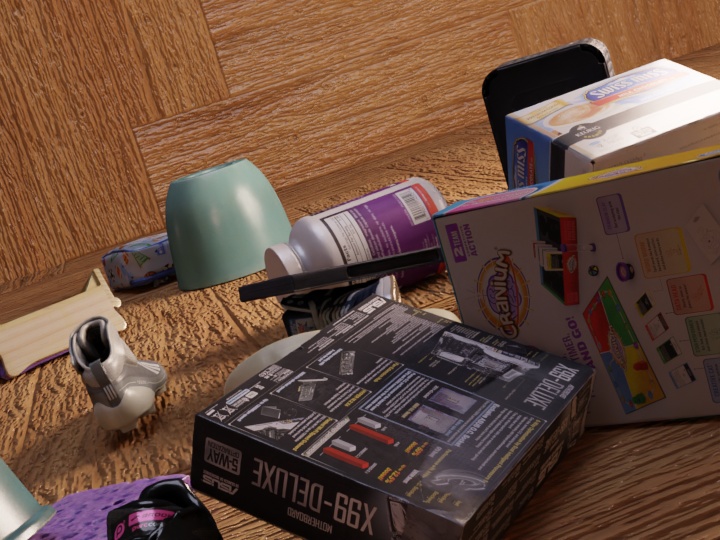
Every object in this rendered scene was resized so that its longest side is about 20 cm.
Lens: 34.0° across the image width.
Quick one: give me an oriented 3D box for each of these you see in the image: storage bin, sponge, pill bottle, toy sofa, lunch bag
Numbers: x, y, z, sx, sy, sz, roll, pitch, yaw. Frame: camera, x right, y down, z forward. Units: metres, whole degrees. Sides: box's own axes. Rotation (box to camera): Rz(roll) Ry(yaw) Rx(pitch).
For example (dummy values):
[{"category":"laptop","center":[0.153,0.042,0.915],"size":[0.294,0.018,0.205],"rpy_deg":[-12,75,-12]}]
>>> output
[{"category":"storage bin","center":[0.224,-0.141,1.294],"size":[0.134,0.201,0.094],"rpy_deg":[-14,10,17]},{"category":"sponge","center":[-0.194,0.187,0.733],"size":[0.111,0.030,0.200],"rpy_deg":[-14,11,24]},{"category":"pill bottle","center":[0.000,-0.022,1.290],"size":[0.199,0.113,0.112],"rpy_deg":[-21,11,-20]},{"category":"toy sofa","center":[-0.420,0.084,1.579],"size":[0.199,0.098,0.083],"rpy_deg":[-25,-12,-36]},{"category":"lunch bag","center":[-0.341,-0.023,1.994],"size":[0.160,0.076,0.200],"rpy_deg":[-20,9,-29]}]

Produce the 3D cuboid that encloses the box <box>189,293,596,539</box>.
[{"category":"box","center":[0.026,0.087,0.665],"size":[0.157,0.050,0.200],"rpy_deg":[18,26,23]}]

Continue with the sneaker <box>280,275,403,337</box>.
[{"category":"sneaker","center":[-0.015,0.048,1.057],"size":[0.108,0.071,0.200],"rpy_deg":[-13,3,-3]}]

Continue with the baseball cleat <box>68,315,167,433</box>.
[{"category":"baseball cleat","center":[-0.226,0.087,1.107],"size":[0.069,0.107,0.200],"rpy_deg":[-24,9,-9]}]

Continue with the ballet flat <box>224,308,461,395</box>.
[{"category":"ballet flat","center":[-0.010,0.078,0.924],"size":[0.199,0.070,0.069],"rpy_deg":[-18,10,-5]}]

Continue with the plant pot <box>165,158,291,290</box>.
[{"category":"plant pot","center":[-0.210,-0.079,1.820],"size":[0.199,0.162,0.201],"rpy_deg":[-16,11,3]}]

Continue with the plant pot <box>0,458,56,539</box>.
[{"category":"plant pot","center":[-0.317,0.120,0.688],"size":[0.200,0.197,0.200],"rpy_deg":[-33,3,2]}]

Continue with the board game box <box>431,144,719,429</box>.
[{"category":"board game box","center":[0.155,0.016,0.711],"size":[0.199,0.154,0.040],"rpy_deg":[-10,11,33]}]

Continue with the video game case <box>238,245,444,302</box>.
[{"category":"video game case","center":[0.000,0.000,1.113],"size":[0.199,0.019,0.143],"rpy_deg":[-12,0,-25]}]

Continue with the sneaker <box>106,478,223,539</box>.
[{"category":"sneaker","center":[-0.105,0.159,0.576],"size":[0.076,0.084,0.200],"rpy_deg":[-18,10,-3]}]

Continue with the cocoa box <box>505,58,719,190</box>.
[{"category":"cocoa box","center":[0.252,-0.096,1.105],"size":[0.199,0.134,0.131],"rpy_deg":[-21,35,-21]}]
